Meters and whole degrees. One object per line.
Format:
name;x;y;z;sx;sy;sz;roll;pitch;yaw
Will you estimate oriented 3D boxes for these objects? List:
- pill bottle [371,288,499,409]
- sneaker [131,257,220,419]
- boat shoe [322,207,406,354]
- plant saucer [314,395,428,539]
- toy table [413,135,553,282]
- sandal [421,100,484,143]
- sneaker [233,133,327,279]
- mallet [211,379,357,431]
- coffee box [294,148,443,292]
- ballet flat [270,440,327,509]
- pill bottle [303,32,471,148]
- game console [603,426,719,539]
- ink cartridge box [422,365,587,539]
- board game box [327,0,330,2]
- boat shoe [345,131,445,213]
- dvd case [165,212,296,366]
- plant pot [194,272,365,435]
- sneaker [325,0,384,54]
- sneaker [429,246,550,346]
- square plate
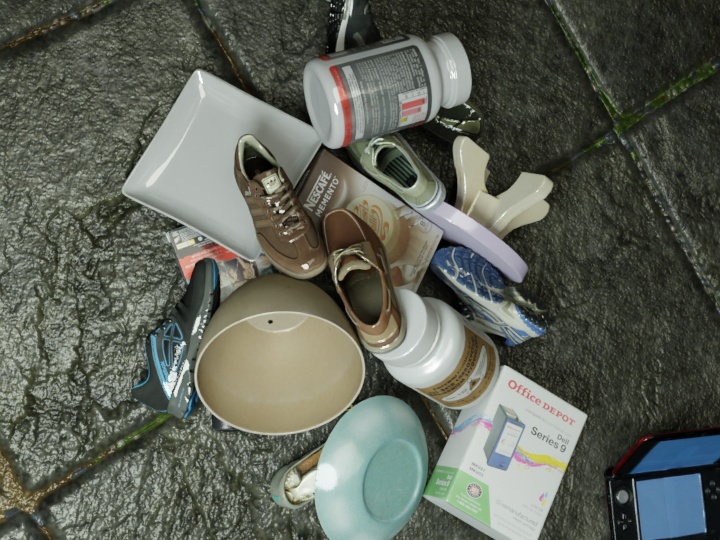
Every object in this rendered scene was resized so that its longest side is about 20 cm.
pill bottle;0.090;0.098;1.149;0.200;0.113;0.116;35;69;-52
sneaker;-0.225;0.078;1.115;0.081;0.073;0.203;15;89;1
boat shoe;0.000;0.000;1.070;0.075;0.072;0.201;-27;59;4
plant saucer;0.029;0.263;1.151;0.199;0.038;0.204;-6;99;-43
toy table;0.172;-0.083;1.228;0.199;0.183;0.118;35;83;-43
sandal;0.087;-0.248;1.277;0.200;0.080;0.057;35;32;-2
sneaker;-0.106;-0.078;1.084;0.070;0.076;0.201;-28;60;-11
mallet;-0.098;0.167;1.176;0.197;0.041;0.067;-4;81;-22
coffee box;-0.005;-0.051;1.199;0.199;0.080;0.115;32;68;-15
ballet flat;-0.025;0.245;1.169;0.199;0.064;0.068;-31;94;-19
pill bottle;0.035;-0.236;1.163;0.198;0.116;0.117;-18;88;-16
game console;0.462;0.311;1.282;0.197;0.119;0.175;-2;83;-17
ink cartridge box;0.197;0.250;1.225;0.144;0.087;0.202;32;72;-10
board game box;-0.008;-0.485;1.256;0.102;0.105;0.202;21;78;-14
boat shoe;0.038;-0.149;1.186;0.072;0.200;0.062;-48;139;0
dvd case;-0.153;0.021;1.184;0.145;0.022;0.202;-22;88;-19
plant pot;-0.101;0.082;1.098;0.198;0.202;0.135;8;37;-16
sneaker;0.002;-0.312;1.217;0.086;0.076;0.202;-1;121;-16
sneaker;0.164;0.047;1.238;0.199;0.085;0.078;34;38;-19
square plate;-0.176;-0.137;1.176;0.196;0.028;0.202;27;74;3
